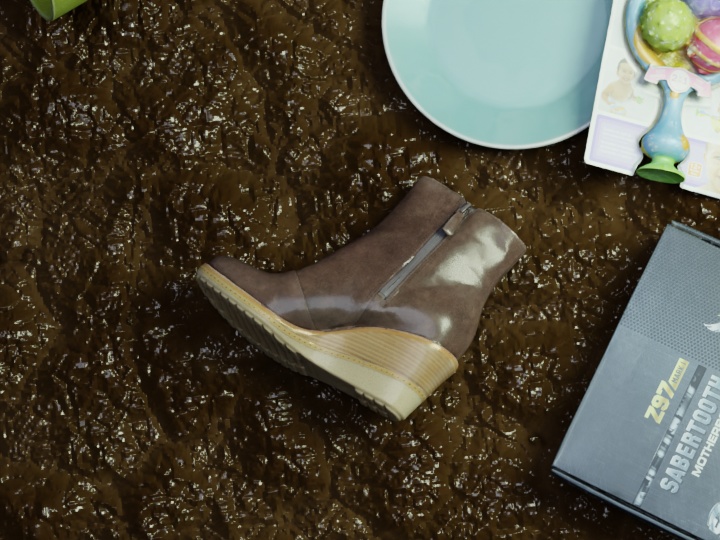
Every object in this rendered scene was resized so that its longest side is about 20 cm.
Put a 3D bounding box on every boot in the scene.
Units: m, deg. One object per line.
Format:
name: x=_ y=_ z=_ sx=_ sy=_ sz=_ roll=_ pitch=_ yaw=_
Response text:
boot: x=0.000 y=0.000 z=1.667 sx=0.199 sy=0.072 sz=0.167 roll=30 pitch=72 yaw=14

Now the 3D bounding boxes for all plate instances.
plate: x=0.115 y=-0.185 z=1.697 sx=0.199 sy=0.026 sz=0.201 roll=-2 pitch=78 yaw=8

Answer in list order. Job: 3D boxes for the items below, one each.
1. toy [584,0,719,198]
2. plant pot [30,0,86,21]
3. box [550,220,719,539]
toy: x=0.236 y=-0.162 z=1.649 sx=0.114 sy=0.047 sz=0.201 roll=14 pitch=84 yaw=-11
plant pot: x=-0.176 y=-0.309 z=1.699 sx=0.199 sy=0.187 sz=0.188 roll=-25 pitch=76 yaw=-13
box: x=0.245 y=0.088 z=1.611 sx=0.157 sy=0.051 sz=0.201 roll=26 pitch=84 yaw=13
